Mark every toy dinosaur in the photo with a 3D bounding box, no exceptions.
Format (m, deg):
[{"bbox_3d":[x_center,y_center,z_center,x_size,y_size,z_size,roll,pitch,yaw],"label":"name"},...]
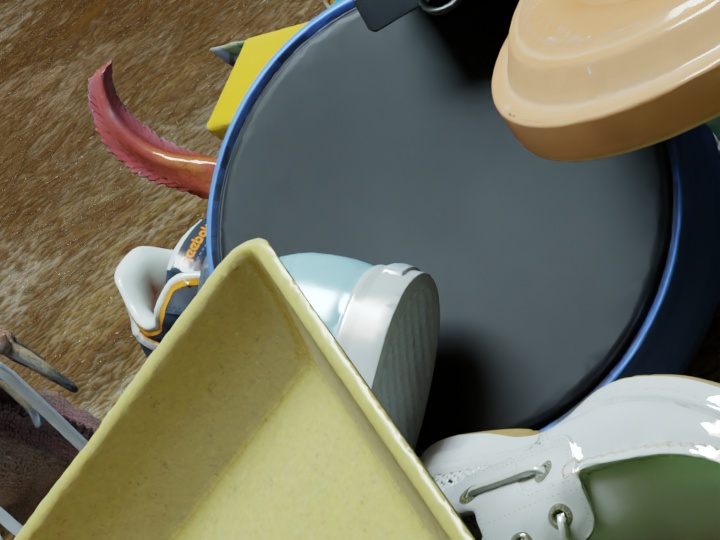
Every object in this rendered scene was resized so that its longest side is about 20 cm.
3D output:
[{"bbox_3d":[-0.150,0.073,1.140,0.136,0.200,0.086,-44,48,24],"label":"toy dinosaur"},{"bbox_3d":[0.000,0.000,1.054,0.181,0.200,0.105,4,71,59],"label":"toy dinosaur"}]

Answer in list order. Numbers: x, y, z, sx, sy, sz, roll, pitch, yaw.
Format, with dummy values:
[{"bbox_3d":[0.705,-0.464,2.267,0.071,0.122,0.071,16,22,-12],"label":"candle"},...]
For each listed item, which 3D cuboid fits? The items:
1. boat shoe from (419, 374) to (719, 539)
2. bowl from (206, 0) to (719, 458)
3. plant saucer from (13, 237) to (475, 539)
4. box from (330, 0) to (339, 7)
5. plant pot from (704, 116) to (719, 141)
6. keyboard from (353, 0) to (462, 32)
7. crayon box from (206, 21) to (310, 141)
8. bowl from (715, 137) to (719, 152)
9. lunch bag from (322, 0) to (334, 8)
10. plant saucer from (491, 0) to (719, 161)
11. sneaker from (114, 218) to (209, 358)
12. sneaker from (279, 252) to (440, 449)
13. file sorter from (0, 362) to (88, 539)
[{"bbox_3d":[0.070,0.087,0.871,0.069,0.071,0.200,-52,15,-31],"label":"boat shoe"},{"bbox_3d":[0.034,-0.017,0.992,0.201,0.201,0.039,-33,-20,14],"label":"bowl"},{"bbox_3d":[-0.034,0.125,0.847,0.200,0.048,0.200,-52,47,18],"label":"plant saucer"},{"bbox_3d":[0.062,-0.175,1.186,0.200,0.049,0.082,-59,-18,21],"label":"box"},{"bbox_3d":[0.213,-0.071,0.862,0.200,0.134,0.200,-34,20,15],"label":"plant pot"},{"bbox_3d":[0.076,-0.151,0.930,0.200,0.040,0.104,-28,22,28],"label":"keyboard"},{"bbox_3d":[0.025,-0.056,1.147,0.200,0.126,0.052,-7,55,56],"label":"crayon box"},{"bbox_3d":[0.157,-0.113,1.024,0.201,0.201,0.094,-26,-1,29],"label":"bowl"},{"bbox_3d":[0.087,-0.164,1.316,0.200,0.076,0.160,-22,2,33],"label":"lunch bag"},{"bbox_3d":[0.123,-0.112,0.868,0.200,0.032,0.200,-35,19,14],"label":"plant saucer"},{"bbox_3d":[-0.035,0.010,1.190,0.200,0.079,0.078,-15,31,44],"label":"sneaker"},{"bbox_3d":[-0.036,0.088,0.945,0.082,0.074,0.200,13,74,25],"label":"sneaker"},{"bbox_3d":[-0.178,0.150,1.034,0.200,0.125,0.139,-33,34,12],"label":"file sorter"}]
